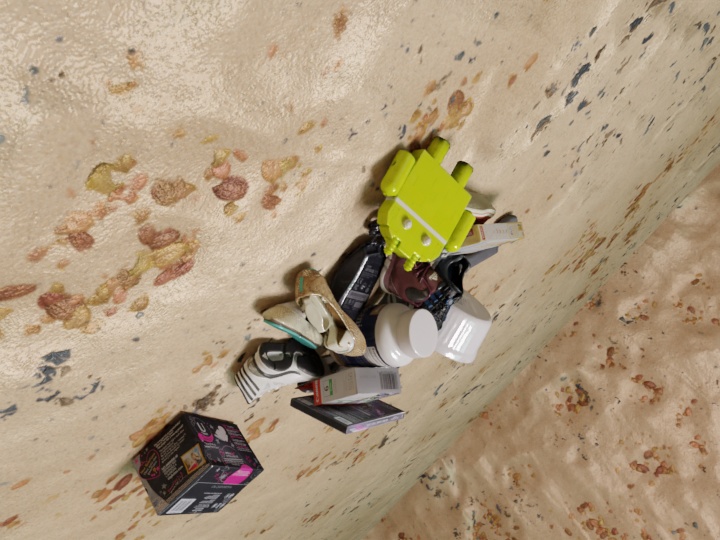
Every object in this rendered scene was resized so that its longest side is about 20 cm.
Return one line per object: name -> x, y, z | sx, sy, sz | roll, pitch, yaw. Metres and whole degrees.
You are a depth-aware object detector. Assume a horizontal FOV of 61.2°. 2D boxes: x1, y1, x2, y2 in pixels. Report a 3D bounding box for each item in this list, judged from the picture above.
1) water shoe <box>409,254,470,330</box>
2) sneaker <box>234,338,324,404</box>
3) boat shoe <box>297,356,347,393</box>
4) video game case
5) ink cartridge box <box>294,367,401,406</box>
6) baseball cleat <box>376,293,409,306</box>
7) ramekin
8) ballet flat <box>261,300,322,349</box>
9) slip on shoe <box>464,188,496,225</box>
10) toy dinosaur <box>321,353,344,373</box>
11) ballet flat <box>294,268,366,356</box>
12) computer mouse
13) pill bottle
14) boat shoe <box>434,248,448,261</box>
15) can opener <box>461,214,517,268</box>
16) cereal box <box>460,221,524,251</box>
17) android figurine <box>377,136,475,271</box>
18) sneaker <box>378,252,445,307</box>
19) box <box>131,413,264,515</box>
water shoe -> 0.151, 0.050, 1.165 | 0.078, 0.071, 0.203 | -20, -139, 52
sneaker -> -0.156, 0.186, 1.113 | 0.115, 0.077, 0.199 | -38, 154, 19
boat shoe -> -0.051, 0.220, 1.291 | 0.198, 0.074, 0.061 | -3, 135, -50
video game case -> -0.022, 0.269, 1.186 | 0.198, 0.141, 0.019 | 7, 98, -54
ink cartridge box -> -0.028, 0.225, 1.140 | 0.107, 0.052, 0.198 | 8, 156, -38
baseball cleat -> 0.083, 0.070, 1.209 | 0.069, 0.107, 0.202 | 9, 121, -54
ramekin -> 0.185, 0.095, 1.305 | 0.199, 0.200, 0.099 | 4, 122, -57
ballet flat -> -0.109, 0.081, 1.030 | 0.064, 0.066, 0.200 | -67, 161, -11
slip on shoe -> 0.199, -0.113, 1.149 | 0.061, 0.074, 0.199 | -48, 159, 20
toy dinosaur -> 0.020, 0.151, 1.271 | 0.199, 0.102, 0.077 | -39, 169, -40
ballet flat -> -0.053, 0.089, 0.999 | 0.069, 0.066, 0.201 | -19, 123, 25
computer mouse -> 0.000, 0.000, 1.062 | 0.202, 0.052, 0.138 | -58, 151, 4
pill bottle -> 0.039, 0.119, 1.111 | 0.197, 0.114, 0.110 | -10, -179, 44
boat shoe -> 0.135, -0.047, 1.091 | 0.075, 0.061, 0.200 | -42, 180, -29
can opener -> 0.283, -0.068, 1.377 | 0.198, 0.053, 0.068 | -27, 119, -29
cereal box -> 0.221, -0.061, 1.209 | 0.142, 0.041, 0.198 | -15, 175, 38
android figurine -> 0.101, -0.099, 0.947 | 0.181, 0.041, 0.202 | 39, 76, -29
sneaker -> 0.102, -0.026, 1.017 | 0.075, 0.115, 0.203 | -27, 140, -39
box -> -0.290, 0.353, 1.103 | 0.132, 0.115, 0.200 | -41, 153, 1
